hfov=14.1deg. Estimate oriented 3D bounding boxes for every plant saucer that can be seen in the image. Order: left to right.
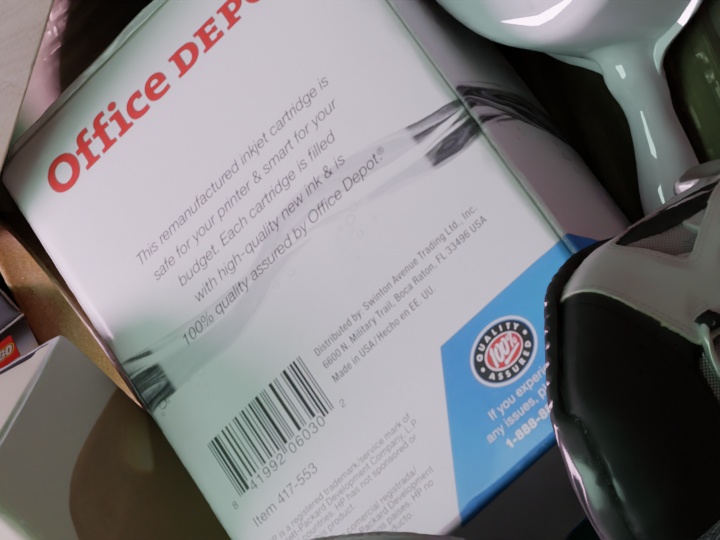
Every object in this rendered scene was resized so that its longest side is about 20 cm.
[{"bbox_3d":[-0.068,0.055,1.047,0.200,0.035,0.200,53,168,17],"label":"plant saucer"}]

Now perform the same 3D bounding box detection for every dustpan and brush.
[{"bbox_3d":[0.069,-0.089,0.886,0.139,0.057,0.201,-16,85,46],"label":"dustpan and brush"}]

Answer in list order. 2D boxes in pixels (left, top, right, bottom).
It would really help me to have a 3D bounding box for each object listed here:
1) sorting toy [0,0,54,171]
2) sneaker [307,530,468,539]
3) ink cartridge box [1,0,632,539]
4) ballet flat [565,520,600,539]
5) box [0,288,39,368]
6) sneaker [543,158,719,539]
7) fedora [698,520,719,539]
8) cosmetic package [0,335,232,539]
[{"bbox_3d":[-0.145,-0.091,1.001,0.200,0.069,0.199,-88,17,-59],"label":"sorting toy"},{"bbox_3d":[-0.029,0.144,0.819,0.200,0.075,0.106,-31,63,44],"label":"sneaker"},{"bbox_3d":[0.000,0.000,0.918,0.146,0.086,0.200,-43,64,19],"label":"ink cartridge box"},{"bbox_3d":[0.017,0.075,0.989,0.200,0.067,0.063,42,144,32],"label":"ballet flat"},{"bbox_3d":[-0.192,-0.004,1.182,0.200,0.035,0.110,44,164,29],"label":"box"},{"bbox_3d":[0.111,0.007,0.758,0.088,0.200,0.074,-18,107,31],"label":"sneaker"},{"bbox_3d":[0.119,0.132,0.832,0.177,0.090,0.200,-34,109,12],"label":"fedora"},{"bbox_3d":[-0.069,0.124,0.945,0.105,0.071,0.200,-27,117,41],"label":"cosmetic package"}]
